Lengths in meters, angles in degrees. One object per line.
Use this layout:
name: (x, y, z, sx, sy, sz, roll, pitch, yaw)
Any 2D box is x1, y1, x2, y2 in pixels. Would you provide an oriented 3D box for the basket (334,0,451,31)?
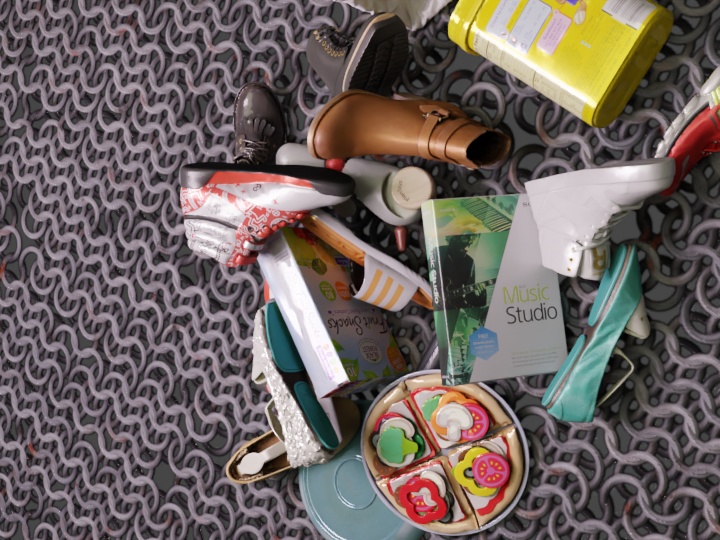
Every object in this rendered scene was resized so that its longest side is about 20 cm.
basket: (0.046, -0.402, 1.196, 0.198, 0.200, 0.161, -39, 68, 26)

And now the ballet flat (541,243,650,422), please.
ballet flat: (0.263, 0.072, 1.142, 0.070, 0.067, 0.200, 25, 97, 1)

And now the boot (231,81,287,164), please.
boot: (-0.129, -0.135, 1.321, 0.069, 0.174, 0.200, -3, 95, 1)

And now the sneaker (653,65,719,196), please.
sneaker: (0.363, -0.146, 1.069, 0.085, 0.077, 0.200, 41, 114, 15)

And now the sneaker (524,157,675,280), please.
sneaker: (0.249, -0.049, 1.097, 0.200, 0.074, 0.116, -8, 92, 63)

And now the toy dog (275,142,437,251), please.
toy dog: (-0.002, -0.083, 1.263, 0.200, 0.132, 0.096, 14, 91, 31)

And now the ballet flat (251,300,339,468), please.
ballet flat: (-0.089, 0.132, 1.222, 0.072, 0.072, 0.200, -35, 65, 28)

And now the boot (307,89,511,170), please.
boot: (0.055, -0.143, 1.193, 0.155, 0.200, 0.077, 29, 118, 37)

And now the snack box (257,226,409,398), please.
snack box: (-0.033, 0.047, 1.282, 0.053, 0.142, 0.200, -33, 73, 28)

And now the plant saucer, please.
plant saucer: (-0.001, 0.260, 1.332, 0.200, 0.027, 0.200, 0, 90, 33)

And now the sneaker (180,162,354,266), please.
sneaker: (-0.103, -0.060, 1.201, 0.201, 0.067, 0.108, 5, 107, 14)

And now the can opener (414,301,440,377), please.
can opener: (0.106, 0.067, 1.246, 0.079, 0.063, 0.200, 26, 116, 3)

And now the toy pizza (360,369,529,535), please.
toy pizza: (0.092, 0.212, 1.236, 0.200, 0.032, 0.201, 4, 103, 19)

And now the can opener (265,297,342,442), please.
can opener: (-0.069, 0.123, 1.281, 0.053, 0.066, 0.200, -17, 76, 14)

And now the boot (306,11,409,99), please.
boot: (-0.018, -0.259, 1.264, 0.138, 0.077, 0.200, 60, 153, 22)

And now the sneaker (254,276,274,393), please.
sneaker: (-0.066, 0.068, 1.350, 0.108, 0.067, 0.202, 15, 102, 31)

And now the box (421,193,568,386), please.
box: (0.146, 0.018, 1.171, 0.036, 0.144, 0.200, 161, 102, -68)

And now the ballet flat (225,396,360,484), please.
ballet flat: (-0.086, 0.218, 1.332, 0.200, 0.063, 0.069, -33, 80, 29)

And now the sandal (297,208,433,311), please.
sandal: (-0.002, 0.001, 1.257, 0.207, 0.079, 0.059, 34, 77, -5)

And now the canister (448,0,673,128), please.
canister: (0.212, -0.261, 1.156, 0.200, 0.087, 0.149, 39, 110, 25)
